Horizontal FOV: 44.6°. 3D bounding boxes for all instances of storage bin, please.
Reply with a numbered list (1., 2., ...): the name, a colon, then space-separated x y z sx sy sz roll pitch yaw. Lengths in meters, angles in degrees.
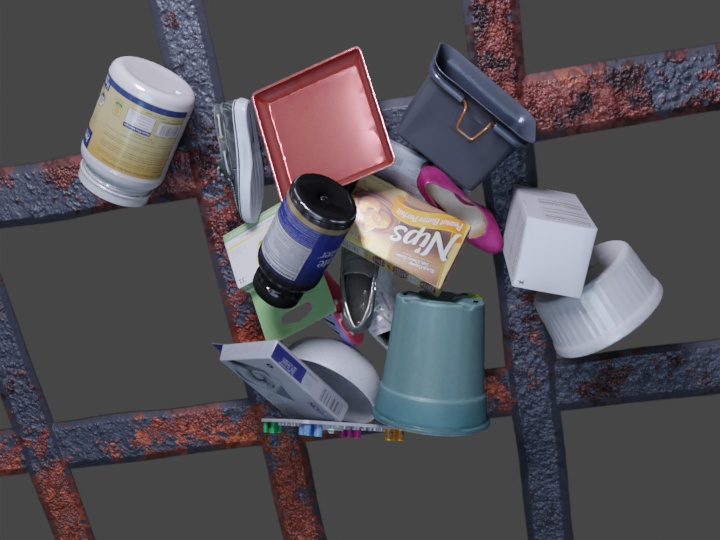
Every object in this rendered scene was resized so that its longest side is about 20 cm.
1. storage bin: 0.156 -0.224 1.364 0.198 0.147 0.135 35 122 -10

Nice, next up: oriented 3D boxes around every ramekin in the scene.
1. ramekin: 0.377 0.041 1.418 0.198 0.201 0.099 -34 99 17

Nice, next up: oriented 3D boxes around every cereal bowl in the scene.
1. cereal bowl: -0.045 0.181 1.547 0.196 0.084 0.202 22 150 13

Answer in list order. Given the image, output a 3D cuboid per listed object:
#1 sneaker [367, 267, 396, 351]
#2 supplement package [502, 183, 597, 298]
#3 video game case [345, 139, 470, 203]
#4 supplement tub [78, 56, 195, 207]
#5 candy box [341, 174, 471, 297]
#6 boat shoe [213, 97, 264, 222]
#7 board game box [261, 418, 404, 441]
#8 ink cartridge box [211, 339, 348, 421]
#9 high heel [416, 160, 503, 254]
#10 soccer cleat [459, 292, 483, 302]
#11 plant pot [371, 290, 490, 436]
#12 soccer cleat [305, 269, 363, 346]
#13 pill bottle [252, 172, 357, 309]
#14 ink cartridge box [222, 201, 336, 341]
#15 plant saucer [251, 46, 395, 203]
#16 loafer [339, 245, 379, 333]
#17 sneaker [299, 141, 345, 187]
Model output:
1. sneaker: 0.031 0.052 1.503 0.074 0.100 0.203 -25 107 17
2. supplement package: 0.291 -0.050 1.377 0.107 0.201 0.116 10 110 1
3. video game case: 0.064 -0.111 1.474 0.196 0.023 0.185 25 112 -6
4. supplement tub: -0.361 -0.220 1.402 0.142 0.145 0.203 27 112 -6
5. candy box: 0.065 -0.059 1.401 0.197 0.055 0.117 28 76 7
6. boat shoe: -0.204 -0.181 1.452 0.069 0.072 0.205 -1 102 14
7. board game box: -0.050 0.277 1.530 0.196 0.199 0.027 9 78 -27
8. ink cartridge box: -0.149 0.195 1.529 0.197 0.041 0.200 -7 136 47
9. high heel: 0.164 -0.090 1.410 0.067 0.096 0.201 -34 107 17
10. soccer cleat: 0.150 0.119 1.551 0.083 0.065 0.201 28 111 -39
11. plant pot: 0.123 0.142 1.426 0.195 0.200 0.202 5 97 3
12. soccer cleat: -0.066 0.048 1.520 0.076 0.067 0.202 -33 93 36
13. pill bottle: -0.093 -0.040 1.351 0.110 0.113 0.202 27 126 -6
14. ink cartridge box: -0.137 0.002 1.467 0.143 0.048 0.204 -27 67 16
15. plant saucer: -0.057 -0.222 1.390 0.196 0.037 0.204 -21 77 13
16. loafer: 0.000 0.000 1.443 0.068 0.070 0.206 -1 85 0
17. sneaker: -0.076 -0.122 1.446 0.088 0.067 0.206 8 96 18
